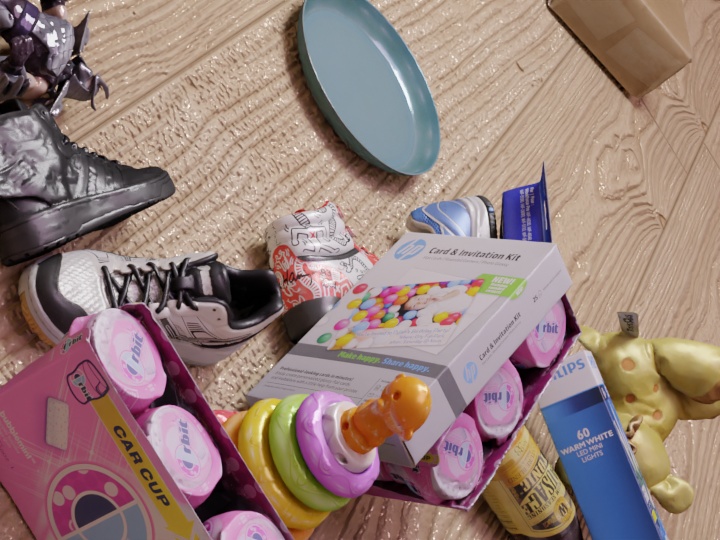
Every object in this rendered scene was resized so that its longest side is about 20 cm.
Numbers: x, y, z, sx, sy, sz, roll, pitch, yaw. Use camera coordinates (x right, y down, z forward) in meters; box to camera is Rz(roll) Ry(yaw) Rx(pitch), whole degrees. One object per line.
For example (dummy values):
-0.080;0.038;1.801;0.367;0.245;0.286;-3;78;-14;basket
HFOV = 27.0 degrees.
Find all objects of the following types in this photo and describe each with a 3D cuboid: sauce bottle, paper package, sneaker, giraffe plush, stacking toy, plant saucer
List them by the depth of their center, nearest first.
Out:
-0.031;0.115;0.946;0.109;0.199;0.117;31;41;-40;stacking toy
-0.202;-0.070;0.975;0.199;0.060;0.105;-31;97;-56;sneaker
-0.132;0.012;0.989;0.199;0.087;0.076;7;62;-53;sneaker
0.000;0.000;1.217;0.200;0.067;0.109;1;67;-53;sneaker
0.148;0.199;1.280;0.201;0.066;0.066;54;31;-18;sauce bottle
0.083;0.033;1.329;0.076;0.076;0.202;-1;71;-12;sneaker
0.004;-0.175;1.403;0.200;0.027;0.202;36;40;-37;plant saucer
0.265;0.150;1.434;0.200;0.171;0.164;37;58;-52;giraffe plush
0.341;-0.369;1.991;0.200;0.103;0.192;39;36;-32;paper package

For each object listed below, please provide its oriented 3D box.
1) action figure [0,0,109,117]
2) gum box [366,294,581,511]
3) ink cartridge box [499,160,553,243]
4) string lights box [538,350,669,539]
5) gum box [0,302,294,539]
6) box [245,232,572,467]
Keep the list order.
-0.239;-0.177;1.002;0.200;0.069;0.131;44;30;-33;action figure
0.066;0.087;1.124;0.200;0.113;0.067;-52;127;-34;gum box
0.143;0.004;1.345;0.201;0.039;0.100;91;1;-50;ink cartridge box
0.212;0.174;1.318;0.103;0.058;0.202;15;53;-78;string lights box
-0.132;0.126;0.870;0.201;0.113;0.066;58;31;-5;gum box
0.036;0.050;1.072;0.200;0.155;0.041;-43;121;-32;box
